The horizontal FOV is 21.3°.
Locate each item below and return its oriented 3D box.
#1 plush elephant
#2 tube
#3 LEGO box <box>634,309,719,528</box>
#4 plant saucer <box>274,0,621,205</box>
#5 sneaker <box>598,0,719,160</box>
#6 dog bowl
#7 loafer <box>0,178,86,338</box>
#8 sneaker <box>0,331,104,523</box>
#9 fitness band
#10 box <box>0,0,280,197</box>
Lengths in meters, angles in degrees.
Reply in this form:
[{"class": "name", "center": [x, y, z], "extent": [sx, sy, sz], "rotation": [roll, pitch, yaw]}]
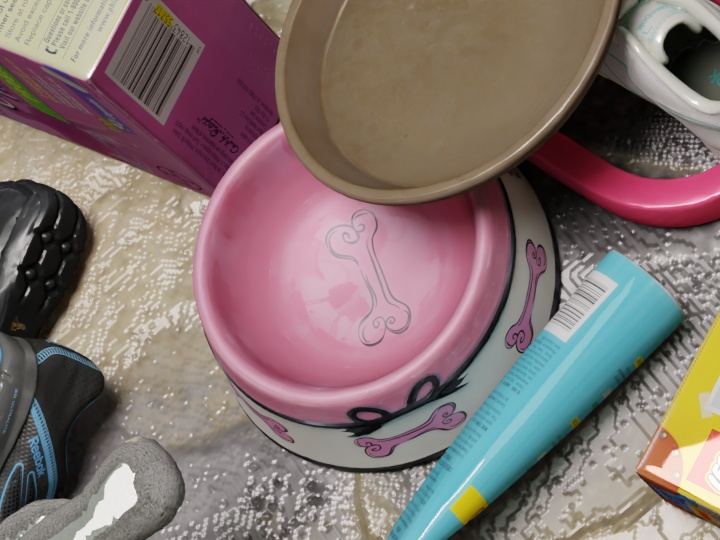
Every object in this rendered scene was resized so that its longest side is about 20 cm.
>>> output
[{"class": "plush elephant", "center": [-0.141, 0.205, 0.955], "extent": [0.199, 0.155, 0.165], "rotation": [-27, 73, 3]}, {"class": "tube", "center": [0.076, 0.078, 0.951], "extent": [0.050, 0.077, 0.200], "rotation": [43, 87, 5]}, {"class": "LEGO box", "center": [0.244, 0.045, 0.887], "extent": [0.149, 0.077, 0.201], "rotation": [26, 82, 27]}, {"class": "plant saucer", "center": [0.045, -0.121, 0.955], "extent": [0.199, 0.029, 0.201], "rotation": [-16, 60, 29]}, {"class": "sneaker", "center": [0.143, -0.122, 0.949], "extent": [0.200, 0.080, 0.071], "rotation": [37, 92, 29]}, {"class": "dog bowl", "center": [0.000, 0.000, 1.005], "extent": [0.199, 0.074, 0.201], "rotation": [-7, 69, 19]}, {"class": "loafer", "center": [-0.225, 0.041, 1.088], "extent": [0.070, 0.068, 0.201], "rotation": [15, 75, 37]}, {"class": "sneaker", "center": [-0.200, 0.130, 1.038], "extent": [0.073, 0.082, 0.201], "rotation": [39, 111, 43]}, {"class": "fitness band", "center": [0.142, -0.108, 1.009], "extent": [0.200, 0.037, 0.144], "rotation": [36, 90, 29]}, {"class": "box", "center": [-0.163, -0.138, 1.061], "extent": [0.199, 0.176, 0.097], "rotation": [23, 81, 27]}]
